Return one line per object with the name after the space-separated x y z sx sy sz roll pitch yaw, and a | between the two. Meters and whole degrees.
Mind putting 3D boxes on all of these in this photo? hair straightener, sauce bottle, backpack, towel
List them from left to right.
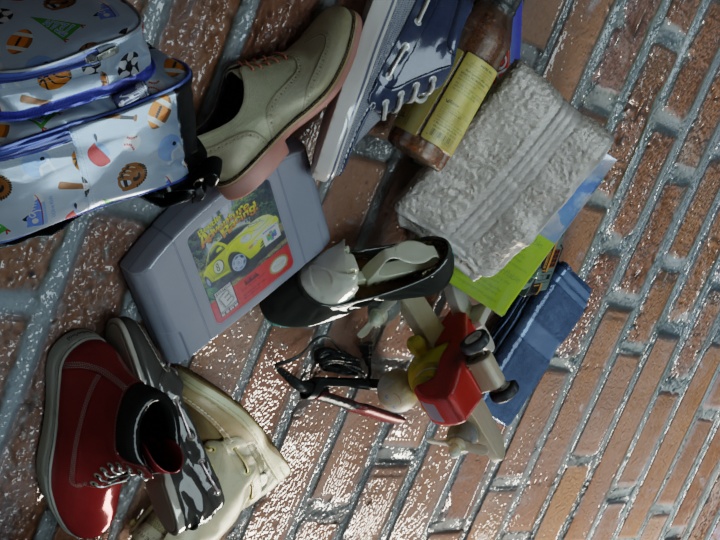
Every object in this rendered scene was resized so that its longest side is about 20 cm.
-0.220 -0.106 0.905 0.190 0.200 0.155 -32 130 -21 | backpack
-0.015 0.105 1.400 0.199 0.041 0.078 20 77 -46 | hair straightener
0.098 -0.191 1.249 0.066 0.066 0.201 28 94 -52 | sauce bottle
0.136 -0.092 1.319 0.132 0.035 0.200 35 106 -18 | towel
0.193 0.082 1.599 0.201 0.048 0.112 -57 142 -4 | towel

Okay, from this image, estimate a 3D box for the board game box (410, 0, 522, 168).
0.103 -0.211 1.318 0.134 0.029 0.202 -29 133 -32 | board game box

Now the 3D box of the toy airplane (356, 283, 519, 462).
0.079 0.093 1.400 0.140 0.201 0.199 -29 153 10 | toy airplane

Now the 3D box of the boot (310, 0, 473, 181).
0.028 -0.162 1.190 0.090 0.073 0.202 21 92 -10 | boot

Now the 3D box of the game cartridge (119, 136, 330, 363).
-0.114 -0.024 1.194 0.200 0.041 0.134 -40 135 -24 | game cartridge

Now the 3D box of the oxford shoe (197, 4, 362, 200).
-0.070 -0.156 1.131 0.074 0.070 0.201 45 66 -28 | oxford shoe

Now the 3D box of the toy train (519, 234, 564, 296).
0.189 -0.063 1.478 0.114 0.085 0.202 -6 117 -60 | toy train

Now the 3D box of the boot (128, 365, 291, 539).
-0.159 0.191 1.258 0.156 0.073 0.200 -47 144 -13 | boot

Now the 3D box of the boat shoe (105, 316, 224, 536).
-0.169 0.128 1.173 0.057 0.067 0.202 -23 105 -33 | boat shoe

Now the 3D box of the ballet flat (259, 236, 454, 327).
0.000 0.000 1.280 0.198 0.068 0.069 -14 154 -23 | ballet flat

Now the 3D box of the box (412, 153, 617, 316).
0.152 -0.067 1.375 0.121 0.048 0.201 30 106 -16 | box

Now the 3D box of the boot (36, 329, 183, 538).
-0.203 0.167 1.131 0.072 0.144 0.202 -21 130 -39 | boot
